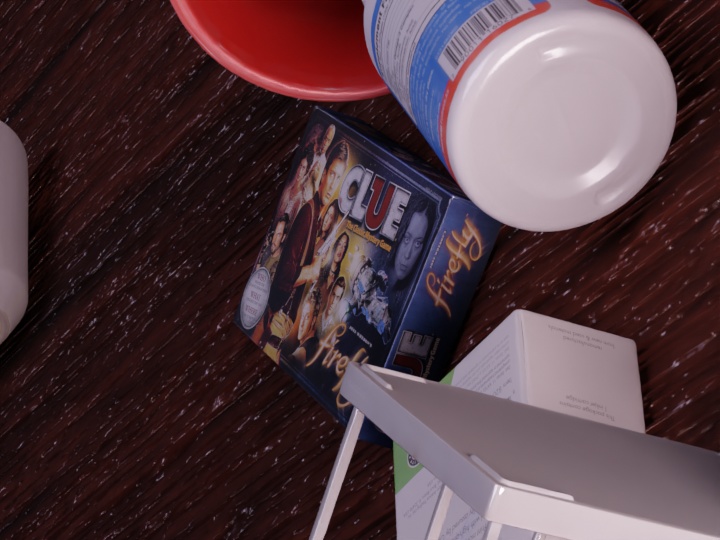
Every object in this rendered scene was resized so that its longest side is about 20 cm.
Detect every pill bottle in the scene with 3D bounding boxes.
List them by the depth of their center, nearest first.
[{"bbox_3d":[0.066,-0.109,1.293,0.112,0.112,0.200,-63,26,19],"label":"pill bottle"}]

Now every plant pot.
[{"bbox_3d":[-0.013,-0.217,1.452,0.200,0.200,0.177,-60,18,25],"label":"plant pot"}]

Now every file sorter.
[{"bbox_3d":[0.088,0.131,1.000,0.139,0.200,0.125,35,108,63],"label":"file sorter"}]

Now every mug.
[{"bbox_3d":[-0.298,-0.007,1.967,0.149,0.187,0.153,-26,53,14],"label":"mug"}]

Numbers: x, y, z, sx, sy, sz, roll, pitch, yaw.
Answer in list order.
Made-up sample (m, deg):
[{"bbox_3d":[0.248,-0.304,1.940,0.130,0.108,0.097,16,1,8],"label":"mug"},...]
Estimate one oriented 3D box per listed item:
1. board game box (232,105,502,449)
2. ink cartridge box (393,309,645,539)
[{"bbox_3d":[0.000,0.000,1.444,0.200,0.035,0.136,37,107,63],"label":"board game box"},{"bbox_3d":[0.073,0.133,1.179,0.117,0.067,0.200,-46,35,45],"label":"ink cartridge box"}]
